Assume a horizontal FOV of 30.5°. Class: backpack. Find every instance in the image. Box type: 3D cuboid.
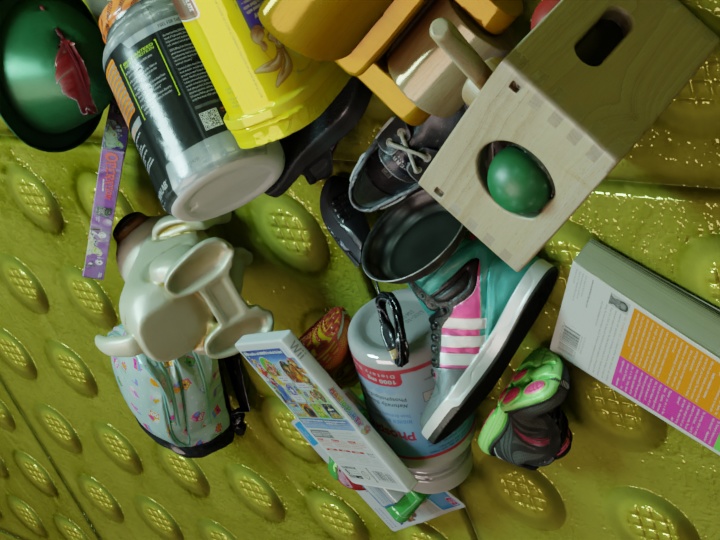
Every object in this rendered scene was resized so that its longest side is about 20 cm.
[{"bbox_3d":[-0.231,0.126,1.627,0.166,0.126,0.202,28,140,29],"label":"backpack"}]

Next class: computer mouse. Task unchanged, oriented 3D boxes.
[{"bbox_3d":[0.000,0.000,1.241,0.059,0.034,0.202,111,142,-60],"label":"computer mouse"}]

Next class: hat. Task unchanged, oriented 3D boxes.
[{"bbox_3d":[-0.246,-0.199,1.265,0.174,0.203,0.165,-4,158,34],"label":"hat"}]

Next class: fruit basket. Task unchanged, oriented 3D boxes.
[{"bbox_3d":[0.010,0.223,1.497,0.185,0.094,0.200,47,146,-3],"label":"fruit basket"}]

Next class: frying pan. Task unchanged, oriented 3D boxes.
[{"bbox_3d":[0.081,-0.052,1.159,0.031,0.189,0.115,48,-166,-32],"label":"frying pan"}]

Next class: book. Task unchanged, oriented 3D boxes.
[{"bbox_3d":[0.259,0.075,1.118,0.199,0.048,0.134,33,147,20],"label":"book"}]

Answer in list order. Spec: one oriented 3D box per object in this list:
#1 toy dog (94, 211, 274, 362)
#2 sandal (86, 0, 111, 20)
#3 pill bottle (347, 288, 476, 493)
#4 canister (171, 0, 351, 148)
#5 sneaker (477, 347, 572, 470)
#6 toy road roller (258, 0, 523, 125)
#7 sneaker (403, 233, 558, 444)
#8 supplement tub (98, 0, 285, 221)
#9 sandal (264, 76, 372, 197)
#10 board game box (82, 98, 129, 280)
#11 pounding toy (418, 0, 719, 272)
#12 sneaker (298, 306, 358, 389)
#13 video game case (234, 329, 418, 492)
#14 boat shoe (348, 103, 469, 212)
[{"bbox_3d":[-0.203,0.012,1.435,0.140,0.193,0.200,51,-178,-34],"label":"toy dog"},{"bbox_3d":[-0.224,-0.289,1.236,0.080,0.054,0.200,48,147,-5],"label":"sandal"},{"bbox_3d":[0.058,0.126,1.327,0.108,0.109,0.202,16,136,36],"label":"pill bottle"},{"bbox_3d":[-0.092,-0.223,1.079,0.086,0.149,0.202,-14,114,27],"label":"canister"},{"bbox_3d":[0.172,0.137,1.257,0.083,0.077,0.200,31,157,8],"label":"sneaker"},{"bbox_3d":[0.010,-0.195,0.978,0.200,0.146,0.123,42,124,-4],"label":"toy road roller"},{"bbox_3d":[0.080,0.048,1.198,0.120,0.083,0.201,37,108,20],"label":"sneaker"},{"bbox_3d":[-0.159,-0.158,1.205,0.202,0.121,0.123,65,149,14],"label":"supplement tub"},{"bbox_3d":[-0.035,-0.114,1.213,0.048,0.076,0.200,26,151,-21],"label":"sandal"},{"bbox_3d":[-0.269,-0.100,1.416,0.032,0.121,0.201,13,138,-8],"label":"board game box"},{"bbox_3d":[0.123,-0.119,0.914,0.142,0.200,0.184,41,146,4],"label":"pounding toy"},{"bbox_3d":[-0.023,0.085,1.373,0.077,0.073,0.200,46,178,0],"label":"sneaker"},{"bbox_3d":[-0.037,0.142,1.329,0.201,0.018,0.143,50,159,-12],"label":"video game case"},{"bbox_3d":[0.047,-0.107,1.127,0.072,0.068,0.200,47,146,-5],"label":"boat shoe"}]
